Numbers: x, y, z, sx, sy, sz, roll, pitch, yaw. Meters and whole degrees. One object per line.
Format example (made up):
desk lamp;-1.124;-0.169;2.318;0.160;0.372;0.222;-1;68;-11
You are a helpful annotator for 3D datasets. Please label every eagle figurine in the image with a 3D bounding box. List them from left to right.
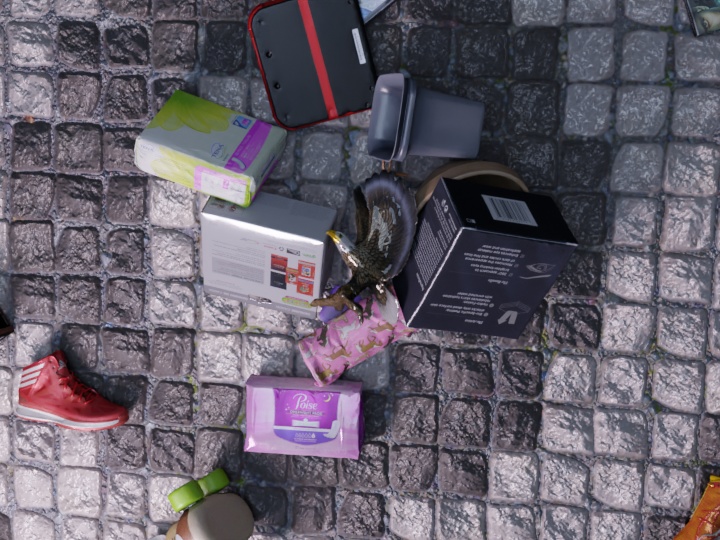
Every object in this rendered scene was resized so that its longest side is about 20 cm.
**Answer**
eagle figurine;0.012;-0.034;1.566;0.151;0.151;0.201;17;67;29

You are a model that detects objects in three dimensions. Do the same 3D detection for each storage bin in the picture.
storage bin;0.096;-0.210;1.575;0.133;0.200;0.147;7;97;-11

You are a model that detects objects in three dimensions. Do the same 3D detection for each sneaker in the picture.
sneaker;-0.483;0.198;1.766;0.198;0.078;0.117;5;99;6
sneaker;0.557;0.367;1.653;0.200;0.073;0.077;-44;68;7

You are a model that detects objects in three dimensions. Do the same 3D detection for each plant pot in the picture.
plant pot;0.153;-0.101;1.609;0.199;0.093;0.202;-11;137;-10

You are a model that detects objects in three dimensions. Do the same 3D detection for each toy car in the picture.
toy car;-0.282;0.454;1.741;0.199;0.157;0.165;-36;79;22

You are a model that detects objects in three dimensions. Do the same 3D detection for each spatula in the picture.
spatula;0.000;0.000;1.700;0.056;0.021;0.201;27;99;-2

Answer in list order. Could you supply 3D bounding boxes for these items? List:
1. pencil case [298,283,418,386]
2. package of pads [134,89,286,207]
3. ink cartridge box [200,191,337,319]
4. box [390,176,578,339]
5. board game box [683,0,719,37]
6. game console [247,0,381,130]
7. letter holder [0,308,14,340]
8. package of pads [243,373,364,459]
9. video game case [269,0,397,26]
pencil case;-0.002;0.102;1.671;0.199;0.083;0.087;-30;65;2
package of pads;-0.233;-0.189;1.642;0.198;0.155;0.069;20;134;6
ink cartridge box;-0.146;-0.029;1.671;0.198;0.084;0.177;14;134;6
box;0.175;-0.014;1.550;0.195;0.118;0.201;8;130;-25
board game box;0.532;-0.464;1.565;0.134;0.028;0.202;-19;94;9
game console;-0.072;-0.331;1.646;0.175;0.031;0.202;-16;106;-1
letter holder;-0.715;0.101;1.776;0.199;0.101;0.143;-33;89;10
package of pads;-0.091;0.235;1.714;0.198;0.076;0.122;2;98;8
video game case;-0.057;-0.458;1.651;0.180;0.026;0.201;-37;91;10
